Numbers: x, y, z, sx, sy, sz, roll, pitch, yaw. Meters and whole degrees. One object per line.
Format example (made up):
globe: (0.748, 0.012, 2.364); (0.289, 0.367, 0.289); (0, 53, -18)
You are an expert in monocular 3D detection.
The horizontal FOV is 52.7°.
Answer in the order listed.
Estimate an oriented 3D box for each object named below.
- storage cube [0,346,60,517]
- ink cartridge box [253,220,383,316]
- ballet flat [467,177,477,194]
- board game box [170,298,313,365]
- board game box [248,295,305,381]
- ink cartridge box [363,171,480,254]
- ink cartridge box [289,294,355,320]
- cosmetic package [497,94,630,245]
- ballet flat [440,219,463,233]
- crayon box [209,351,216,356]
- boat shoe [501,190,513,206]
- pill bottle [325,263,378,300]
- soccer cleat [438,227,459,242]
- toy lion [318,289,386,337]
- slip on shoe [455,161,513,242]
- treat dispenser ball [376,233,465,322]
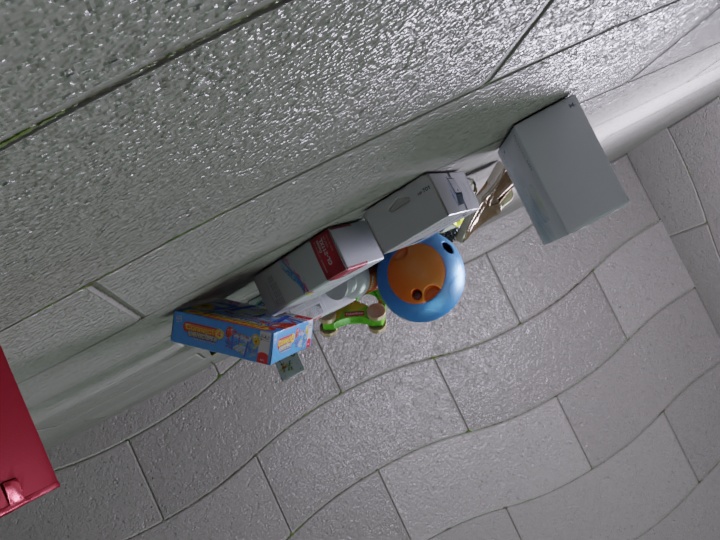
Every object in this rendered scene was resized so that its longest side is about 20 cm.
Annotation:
storage cube: (-0.427, 0.178, 0.683); (0.169, 0.182, 0.200); (-27, 175, 4)
ink cartridge box: (-0.078, -0.005, 1.343); (0.198, 0.084, 0.145); (-30, 175, 30)
ballet flat: (0.206, -0.166, 1.493); (0.063, 0.067, 0.200); (-56, 173, 11)
board game box: (-0.211, 0.108, 1.331); (0.196, 0.057, 0.195); (11, -173, 15)
board game box: (-0.202, 0.161, 1.750); (0.063, 0.203, 0.148); (-25, 175, -9)
ink cartridge box: (0.115, -0.109, 1.319); (0.145, 0.087, 0.199); (-29, 177, 26)
ink cartridge box: (-0.117, 0.061, 1.705); (0.198, 0.111, 0.050); (-24, 176, -34)
cosmetic package: (0.346, -0.167, 1.274); (0.121, 0.202, 0.200); (-26, 176, 0)
ballet flat: (0.167, -0.114, 1.518); (0.068, 0.066, 0.199); (-62, 156, 6)
crayon box: (-0.327, 0.164, 2.021); (0.199, 0.052, 0.125); (-30, 175, 40)
boat shoe: (0.356, -0.174, 2.116); (0.197, 0.076, 0.068); (-27, 171, -13)
pill bottle: (0.000, 0.000, 1.697); (0.111, 0.114, 0.198); (-30, 175, 42)
soccer cleat: (0.190, -0.087, 1.776); (0.067, 0.075, 0.200); (6, 154, -15)
toy lion: (-0.034, 0.069, 1.833); (0.195, 0.194, 0.069); (-4, 137, 3)
slip on shoe: (0.265, -0.135, 1.516); (0.202, 0.060, 0.076); (-56, 172, -22)
treat dispenser ball: (0.134, 0.013, 1.618); (0.198, 0.204, 0.201); (-26, 176, -2)
